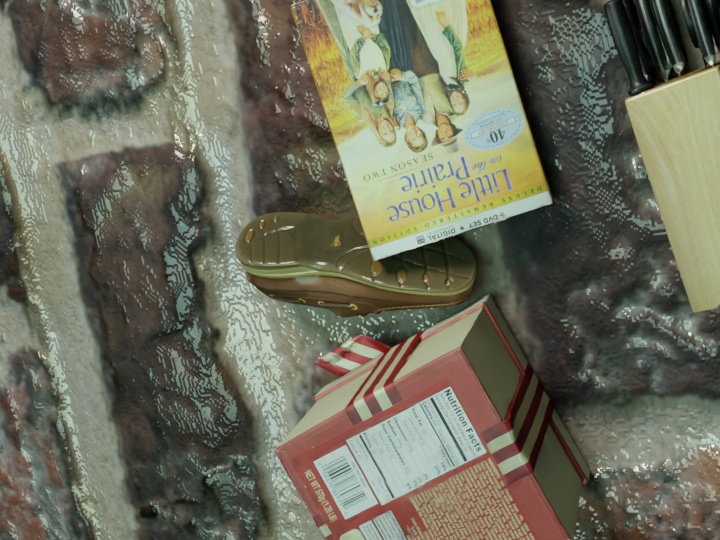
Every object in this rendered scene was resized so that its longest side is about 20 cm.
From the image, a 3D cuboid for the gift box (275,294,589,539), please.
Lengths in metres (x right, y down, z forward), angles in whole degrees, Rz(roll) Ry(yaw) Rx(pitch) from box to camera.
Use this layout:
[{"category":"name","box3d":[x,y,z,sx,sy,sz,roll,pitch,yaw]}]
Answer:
[{"category":"gift box","box3d":[0.045,0.137,1.002,0.199,0.187,0.186,-25,94,17]}]

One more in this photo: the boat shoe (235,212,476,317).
[{"category":"boat shoe","box3d":[-0.001,0.000,1.067,0.198,0.072,0.068,6,141,19]}]

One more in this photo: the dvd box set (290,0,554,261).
[{"category":"dvd box set","box3d":[0.046,-0.124,0.991,0.145,0.029,0.202,-17,96,11]}]

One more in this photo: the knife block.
[{"category":"knife block","box3d":[0.217,-0.098,0.911,0.175,0.064,0.201,32,118,18]}]
